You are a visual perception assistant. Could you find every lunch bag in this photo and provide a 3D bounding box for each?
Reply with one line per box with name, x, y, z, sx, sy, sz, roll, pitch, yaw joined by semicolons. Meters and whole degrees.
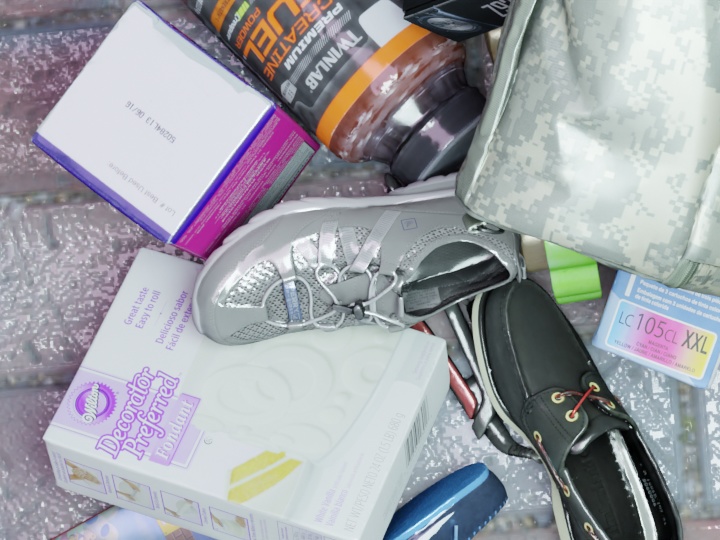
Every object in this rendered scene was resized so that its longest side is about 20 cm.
lunch bag;0.148;-0.099;1.340;0.168;0.139;0.200;11;109;-20

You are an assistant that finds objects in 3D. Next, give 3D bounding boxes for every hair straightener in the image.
hair straightener;0.066;0.025;1.595;0.077;0.041;0.200;-33;83;4

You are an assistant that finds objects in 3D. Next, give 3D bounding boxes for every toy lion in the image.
toy lion;0.111;-0.080;1.522;0.069;0.192;0.200;-9;84;6

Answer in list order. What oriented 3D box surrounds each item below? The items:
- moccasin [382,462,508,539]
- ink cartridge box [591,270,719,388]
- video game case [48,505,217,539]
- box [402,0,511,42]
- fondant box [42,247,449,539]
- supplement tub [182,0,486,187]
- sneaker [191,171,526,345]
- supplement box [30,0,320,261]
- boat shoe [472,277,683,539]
moccasin;0.015;0.197;1.574;0.200;0.080;0.068;-42;95;6
ink cartridge box;0.205;-0.051;1.508;0.076;0.136;0.200;22;109;7
video game case;-0.147;0.222;1.618;0.200;0.017;0.143;-29;83;4
box;0.099;-0.241;1.474;0.044;0.160;0.200;19;71;-31
fondant box;-0.065;0.084;1.559;0.200;0.058;0.144;16;59;15
supplement tub;-0.011;-0.138;1.580;0.107;0.107;0.200;-46;79;2
sneaker;0.000;0.000;1.516;0.200;0.082;0.075;-19;127;-4
supplement box;-0.103;-0.074;1.543;0.101;0.200;0.103;37;89;7
boat shoe;0.130;0.092;1.559;0.074;0.063;0.202;-21;86;-32
